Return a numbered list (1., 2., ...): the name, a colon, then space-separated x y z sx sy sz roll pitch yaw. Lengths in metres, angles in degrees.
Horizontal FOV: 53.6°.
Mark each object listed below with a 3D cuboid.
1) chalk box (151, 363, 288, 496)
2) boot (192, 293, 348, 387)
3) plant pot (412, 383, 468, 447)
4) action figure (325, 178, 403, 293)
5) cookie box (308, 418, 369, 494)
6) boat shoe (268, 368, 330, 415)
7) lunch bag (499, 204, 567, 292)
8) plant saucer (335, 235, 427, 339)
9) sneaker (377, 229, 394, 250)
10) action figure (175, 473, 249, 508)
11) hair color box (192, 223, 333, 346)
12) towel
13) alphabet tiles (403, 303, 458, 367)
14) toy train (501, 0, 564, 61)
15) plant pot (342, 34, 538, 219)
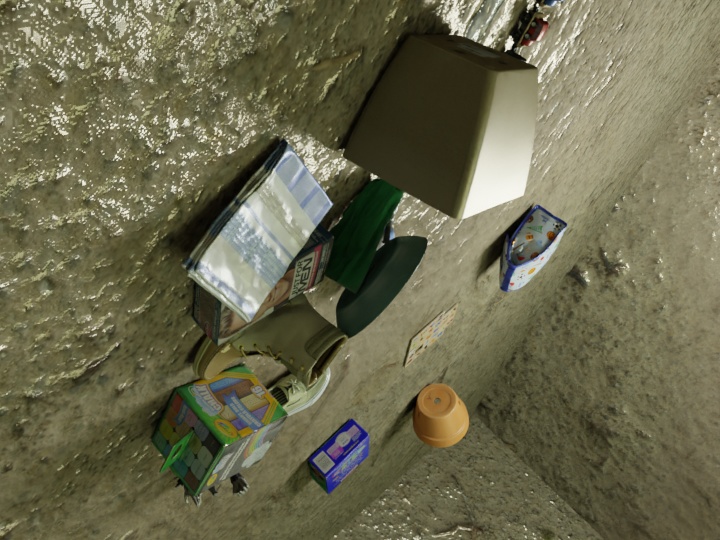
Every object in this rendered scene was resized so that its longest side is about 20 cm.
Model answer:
1. chalk box: -0.236 0.253 1.119 0.199 0.124 0.125 -12 140 -56
2. boot: -0.132 0.119 1.041 0.200 0.154 0.072 -44 159 -12
3. plant pot: 0.270 0.485 2.453 0.200 0.199 0.141 -40 142 -21
4. action figure: 0.011 -0.070 1.089 0.201 0.118 0.055 -58 145 -3
5. cookie box: -0.059 0.527 2.012 0.171 0.075 0.201 -40 157 -21
6. boat shoe: -0.138 0.239 1.360 0.199 0.072 0.062 -37 159 -21
7. lunch bag: 0.450 -0.051 1.946 0.200 0.123 0.170 -50 161 -18
8. plant saucer: 0.022 0.015 1.084 0.200 0.036 0.200 -48 -169 13
9. sneaker: 0.000 0.000 1.227 0.078 0.070 0.201 -28 145 -35
10. action figure: -0.267 0.367 1.275 0.118 0.103 0.201 -16 154 -25
11. hair color box: -0.132 0.010 0.984 0.199 0.060 0.101 -32 154 -35
12. towel: -0.118 -0.043 0.876 0.201 0.024 0.147 -54 144 -13
13. alphabet tiles: 0.201 0.175 2.007 0.199 0.008 0.168 -38 157 -26
14. toy train: 0.268 -0.379 1.115 0.034 0.046 0.201 -20 145 -50
15. plant pot: 0.125 -0.207 0.955 0.199 0.199 0.179 -23 137 -49
